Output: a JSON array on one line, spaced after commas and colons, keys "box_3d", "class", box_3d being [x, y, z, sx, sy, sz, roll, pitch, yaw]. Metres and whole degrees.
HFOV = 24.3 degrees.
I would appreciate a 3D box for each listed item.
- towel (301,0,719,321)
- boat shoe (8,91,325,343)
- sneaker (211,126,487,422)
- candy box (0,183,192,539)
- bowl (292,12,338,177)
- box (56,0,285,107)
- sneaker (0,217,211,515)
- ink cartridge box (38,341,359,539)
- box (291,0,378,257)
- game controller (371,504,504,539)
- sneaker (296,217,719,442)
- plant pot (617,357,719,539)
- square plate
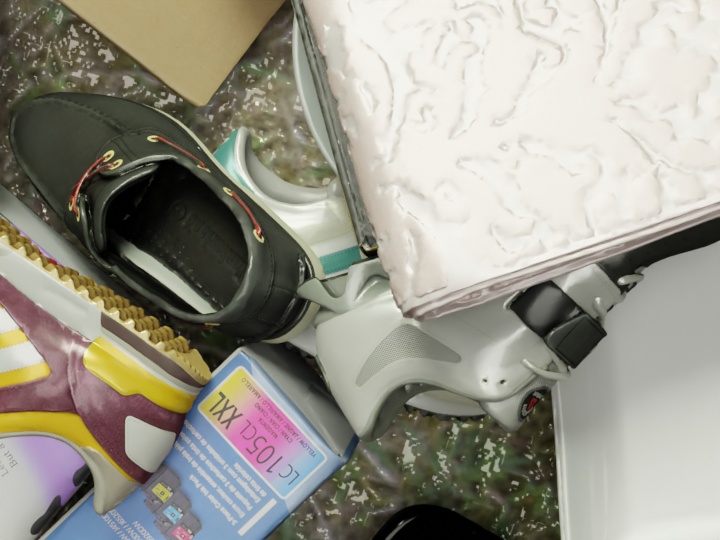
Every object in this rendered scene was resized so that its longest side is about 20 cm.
[{"box_3d": [0.078, -0.100, 0.685, 0.190, 0.032, 0.201, -18, 73, 3], "class": "towel"}, {"box_3d": [-0.105, -0.035, 0.803, 0.201, 0.063, 0.074, 36, 98, 31], "class": "boat shoe"}, {"box_3d": [0.000, 0.000, 0.839, 0.199, 0.070, 0.094, 27, 100, 1], "class": "sneaker"}, {"box_3d": [-0.213, 0.066, 0.848, 0.168, 0.072, 0.200, 41, 94, -3], "class": "candy box"}, {"box_3d": [0.068, -0.108, 0.818, 0.200, 0.090, 0.202, 0, 96, 1], "class": "bowl"}, {"box_3d": [-0.099, -0.194, 0.786, 0.200, 0.021, 0.164, 37, 91, -36], "class": "box"}, {"box_3d": [-0.168, 0.026, 0.727, 0.199, 0.075, 0.090, 33, 90, 5], "class": "sneaker"}, {"box_3d": [-0.097, 0.126, 0.820, 0.200, 0.136, 0.076, -42, 88, 4], "class": "ink cartridge box"}, {"box_3d": [0.075, -0.107, 0.734, 0.199, 0.049, 0.161, -15, 83, 3], "class": "box"}, {"box_3d": [0.006, 0.213, 0.863, 0.104, 0.042, 0.200, 32, 96, -37], "class": "game controller"}, {"box_3d": [0.077, 0.020, 0.720, 0.199, 0.074, 0.089, -19, 76, 17], "class": "sneaker"}, {"box_3d": [0.180, 0.136, 0.820, 0.141, 0.141, 0.201, 17, 90, -1], "class": "plant pot"}, {"box_3d": [0.183, 0.039, 0.746, 0.199, 0.028, 0.199, -5, 78, 8], "class": "square plate"}]
